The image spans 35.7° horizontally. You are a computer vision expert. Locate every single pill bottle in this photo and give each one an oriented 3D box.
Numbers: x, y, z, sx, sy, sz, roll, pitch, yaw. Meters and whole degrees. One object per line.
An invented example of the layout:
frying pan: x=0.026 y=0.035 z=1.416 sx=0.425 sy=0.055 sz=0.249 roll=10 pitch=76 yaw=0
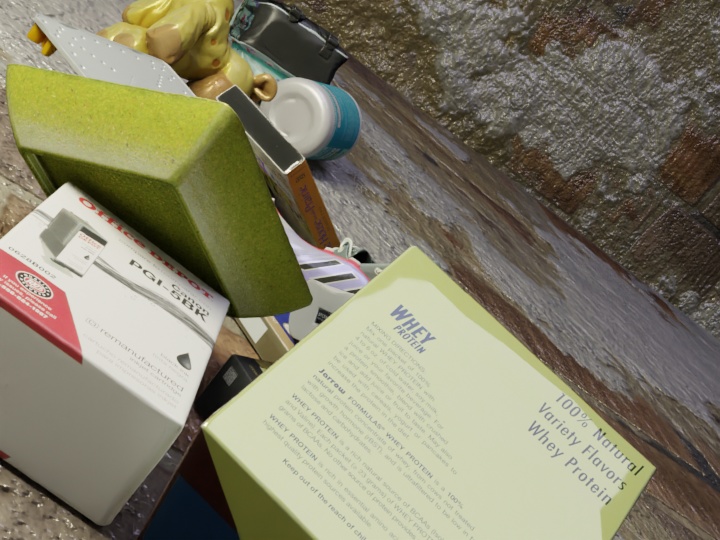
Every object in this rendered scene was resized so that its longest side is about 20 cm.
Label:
pill bottle: x=-0.063 y=-0.216 z=1.624 sx=0.111 sy=0.111 sz=0.200 roll=43 pitch=16 yaw=11

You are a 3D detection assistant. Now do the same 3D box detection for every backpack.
backpack: x=-0.129 y=-0.344 z=1.746 sx=0.177 sy=0.151 sz=0.200 roll=30 pitch=12 yaw=-27

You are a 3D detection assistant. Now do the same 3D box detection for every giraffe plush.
giraffe plush: x=-0.194 y=-0.248 z=1.338 sx=0.172 sy=0.200 sz=0.163 roll=16 pitch=-41 yaw=47

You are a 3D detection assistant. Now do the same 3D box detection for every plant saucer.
plant saucer: x=-0.150 y=-0.042 z=0.790 sx=0.198 sy=0.048 sz=0.201 roll=14 pitch=-34 yaw=27

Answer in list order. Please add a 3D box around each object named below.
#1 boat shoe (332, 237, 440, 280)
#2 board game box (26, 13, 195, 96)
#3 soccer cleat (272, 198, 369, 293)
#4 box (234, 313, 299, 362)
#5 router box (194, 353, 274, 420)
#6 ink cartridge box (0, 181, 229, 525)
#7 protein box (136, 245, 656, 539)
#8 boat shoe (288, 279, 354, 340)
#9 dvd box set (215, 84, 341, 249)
boat shoe: x=0.000 y=0.000 z=1.118 sx=0.198 sy=0.063 sz=0.072 roll=16 pitch=14 yaw=37
board game box: x=-0.211 y=-0.162 z=1.115 sx=0.200 sy=0.026 sz=0.199 roll=49 pitch=18 yaw=24
soccer cleat: x=-0.063 y=-0.002 z=1.019 sx=0.200 sy=0.067 sz=0.077 roll=42 pitch=45 yaw=-6
box: x=-0.034 y=0.067 z=1.043 sx=0.199 sy=0.032 sz=0.121 roll=23 pitch=23 yaw=-52
router box: x=-0.010 y=0.156 z=0.808 sx=0.157 sy=0.052 sz=0.200 roll=19 pitch=26 yaw=-53
ink cartridge box: x=-0.170 y=0.039 z=0.688 sx=0.146 sy=0.083 sz=0.200 roll=37 pitch=15 yaw=-11
protein box: x=0.022 y=0.134 z=0.637 sx=0.198 sy=0.135 sz=0.200 roll=42 pitch=46 yaw=8
boat shoe: x=0.004 y=0.059 z=0.900 sx=0.069 sy=0.072 sz=0.200 roll=21 pitch=1 yaw=-24
dvd box set: x=-0.078 y=-0.085 z=1.187 sx=0.146 sy=0.029 sz=0.201 roll=48 pitch=-12 yaw=37
